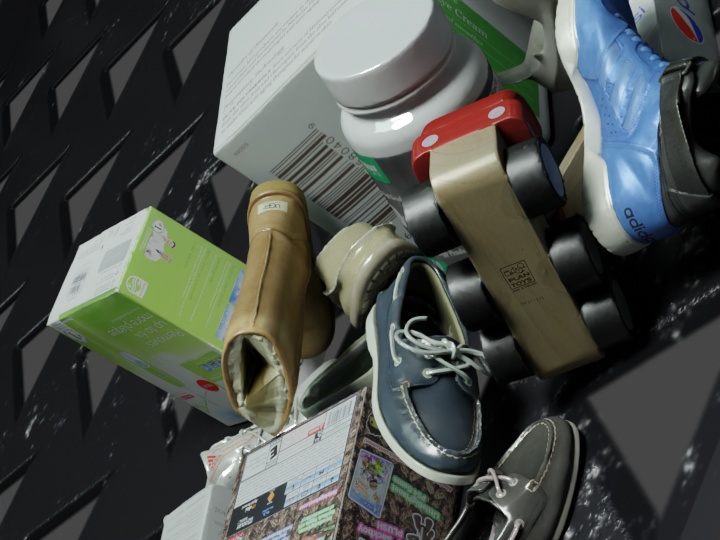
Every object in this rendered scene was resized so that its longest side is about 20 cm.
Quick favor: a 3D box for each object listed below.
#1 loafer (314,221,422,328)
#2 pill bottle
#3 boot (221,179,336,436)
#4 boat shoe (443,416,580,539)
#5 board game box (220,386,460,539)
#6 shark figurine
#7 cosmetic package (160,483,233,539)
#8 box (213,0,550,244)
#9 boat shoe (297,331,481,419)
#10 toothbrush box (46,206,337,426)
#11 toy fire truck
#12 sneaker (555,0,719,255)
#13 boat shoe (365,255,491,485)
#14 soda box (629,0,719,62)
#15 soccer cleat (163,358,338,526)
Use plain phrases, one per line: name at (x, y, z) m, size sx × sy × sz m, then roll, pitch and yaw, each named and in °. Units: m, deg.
loafer at (0.000, 0.000, 1.350) m, size 0.076 × 0.068 × 0.200 m, roll -46°, pitch -7°, yaw -8°
pill bottle at (0.056, -0.093, 1.242) m, size 0.112 × 0.201 × 0.114 m, roll -24°, pitch 35°, yaw 18°
boot at (-0.064, 0.052, 1.345) m, size 0.065 × 0.176 × 0.201 m, roll -9°, pitch 36°, yaw 9°
boat shoe at (0.077, 0.176, 1.113) m, size 0.067 × 0.057 × 0.202 m, roll 5°, pitch 67°, yaw 64°
board game box at (-0.024, 0.209, 1.221) m, size 0.159 × 0.096 × 0.202 m, roll -32°, pitch 36°, yaw 46°
shark figurine at (0.122, -0.154, 1.252) m, size 0.088 × 0.130 × 0.214 m, roll -10°, pitch 2°, yaw 11°
cosmetic package at (-0.106, 0.271, 1.305) m, size 0.074 × 0.101 × 0.201 m, roll -38°, pitch 32°, yaw 40°
box at (0.019, -0.151, 1.428) m, size 0.200 × 0.198 × 0.172 m, roll -41°, pitch 29°, yaw 31°
boat shoe at (0.032, 0.062, 1.324) m, size 0.200 × 0.062 × 0.072 m, roll -48°, pitch 26°, yaw 22°
toothbrush box at (-0.145, 0.044, 1.518) m, size 0.145 × 0.199 × 0.087 m, roll -20°, pitch 45°, yaw 54°
toy fire truck at (0.119, -0.056, 1.172) m, size 0.128 × 0.177 × 0.201 m, roll -22°, pitch 33°, yaw 18°
sneaker at (0.188, -0.118, 1.101) m, size 0.111 × 0.076 × 0.202 m, roll -25°, pitch 55°, yaw 38°
boat shoe at (0.050, 0.064, 1.199) m, size 0.201 × 0.074 × 0.062 m, roll -97°, pitch 27°, yaw -57°
soda box at (0.206, -0.175, 1.255) m, size 0.063 × 0.068 × 0.201 m, roll -42°, pitch 30°, yaw 33°
soccer cleat at (-0.080, 0.150, 1.412) m, size 0.201 × 0.085 × 0.069 m, roll -55°, pitch 24°, yaw 9°
